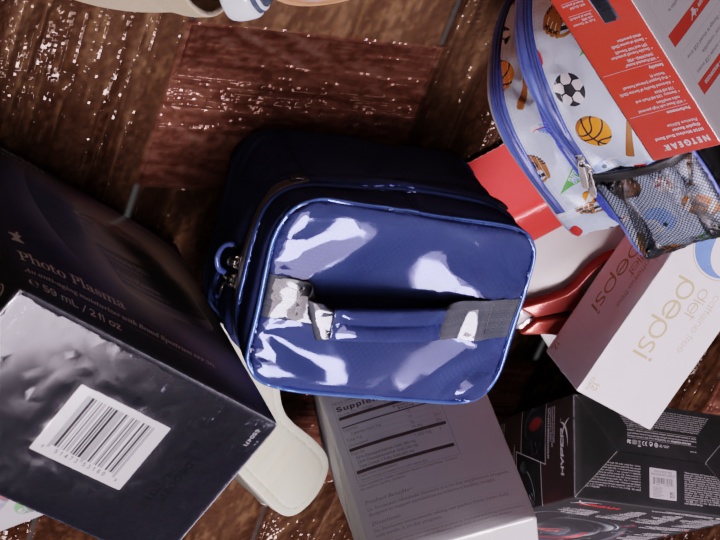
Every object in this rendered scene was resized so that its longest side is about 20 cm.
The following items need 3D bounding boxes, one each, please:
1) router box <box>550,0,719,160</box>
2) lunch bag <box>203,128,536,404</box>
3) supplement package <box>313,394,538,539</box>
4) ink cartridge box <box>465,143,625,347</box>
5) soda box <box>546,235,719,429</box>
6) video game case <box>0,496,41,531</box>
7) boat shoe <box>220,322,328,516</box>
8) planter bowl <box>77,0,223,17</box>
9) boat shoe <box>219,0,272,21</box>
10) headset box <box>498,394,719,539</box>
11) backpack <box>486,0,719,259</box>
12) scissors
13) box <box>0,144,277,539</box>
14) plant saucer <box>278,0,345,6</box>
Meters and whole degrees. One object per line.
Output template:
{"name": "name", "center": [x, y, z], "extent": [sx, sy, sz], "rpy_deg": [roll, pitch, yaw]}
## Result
{"name": "router box", "center": [0.169, -0.190, 1.141], "extent": [0.049, 0.200, 0.180], "rpy_deg": [-12, 121, 47]}
{"name": "lunch bag", "center": [0.000, 0.000, 1.336], "extent": [0.199, 0.132, 0.136], "rpy_deg": [4, 112, -23]}
{"name": "supplement package", "center": [0.041, 0.138, 1.456], "extent": [0.109, 0.200, 0.114], "rpy_deg": [-14, 136, -6]}
{"name": "ink cartridge box", "center": [0.172, -0.029, 1.458], "extent": [0.160, 0.050, 0.200], "rpy_deg": [-28, 137, 7]}
{"name": "soda box", "center": [0.210, -0.001, 1.419], "extent": [0.068, 0.064, 0.200], "rpy_deg": [28, 103, -25]}
{"name": "video game case", "center": [-0.198, 0.104, 1.465], "extent": [0.199, 0.018, 0.143], "rpy_deg": [-21, 136, -1]}
{"name": "boat shoe", "center": [-0.086, 0.093, 1.444], "extent": [0.072, 0.060, 0.202], "rpy_deg": [-48, 142, -15]}
{"name": "planter bowl", "center": [-0.142, -0.223, 1.070], "extent": [0.134, 0.201, 0.201], "rpy_deg": [-1, 137, 13]}
{"name": "boat shoe", "center": [-0.030, -0.224, 1.061], "extent": [0.090, 0.201, 0.071], "rpy_deg": [-2, 176, 13]}
{"name": "headset box", "center": [0.156, 0.151, 1.552], "extent": [0.148, 0.075, 0.200], "rpy_deg": [10, 161, -27]}
{"name": "backpack", "center": [0.160, -0.124, 1.276], "extent": [0.153, 0.201, 0.191], "rpy_deg": [-14, 133, 21]}
{"name": "scissors", "center": [0.106, 0.038, 1.461], "extent": [0.199, 0.014, 0.073], "rpy_deg": [-16, 121, -2]}
{"name": "box", "center": [-0.183, 0.037, 1.269], "extent": [0.200, 0.199, 0.123], "rpy_deg": [31, 105, -39]}
{"name": "plant saucer", "center": [0.027, -0.215, 1.180], "extent": [0.199, 0.038, 0.200], "rpy_deg": [-27, 167, -7]}
